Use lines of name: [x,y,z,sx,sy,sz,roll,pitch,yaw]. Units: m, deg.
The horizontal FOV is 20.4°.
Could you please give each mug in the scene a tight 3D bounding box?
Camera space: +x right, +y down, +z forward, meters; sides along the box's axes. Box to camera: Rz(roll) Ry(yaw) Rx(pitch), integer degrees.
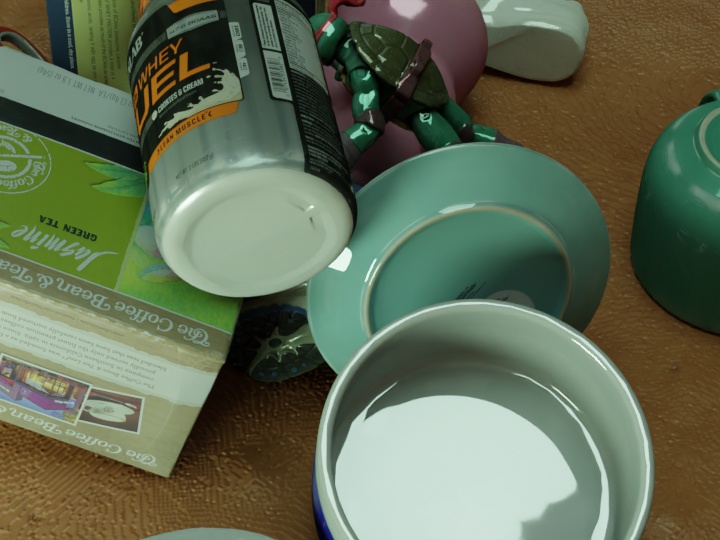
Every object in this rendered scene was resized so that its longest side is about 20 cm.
mug: [0.260,-0.057,1.398,0.152,0.115,0.185,-25,52,-25]

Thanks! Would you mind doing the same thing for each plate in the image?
plate: [0.065,0.012,1.260,0.199,0.201,0.026,-8,33,-10]

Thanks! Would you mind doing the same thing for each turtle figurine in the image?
turtle figurine: [0.015,-0.109,1.324,0.200,0.101,0.150,35,41,-6]

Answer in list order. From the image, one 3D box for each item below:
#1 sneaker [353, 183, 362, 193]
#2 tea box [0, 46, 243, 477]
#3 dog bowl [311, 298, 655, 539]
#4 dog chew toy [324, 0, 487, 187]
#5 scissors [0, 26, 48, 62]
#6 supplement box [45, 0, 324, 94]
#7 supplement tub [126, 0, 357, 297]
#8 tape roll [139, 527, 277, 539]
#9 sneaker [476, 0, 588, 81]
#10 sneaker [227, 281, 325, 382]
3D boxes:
sneaker: [0.050,-0.015,1.382,0.199,0.074,0.082,25,43,14]
tea box: [-0.177,-0.006,1.281,0.199,0.134,0.197,19,46,-9]
dog bowl: [0.070,0.123,1.193,0.199,0.079,0.201,2,65,-5]
dog chew toy: [0.021,-0.131,1.464,0.124,0.125,0.201,12,54,9]
scissors: [-0.309,-0.200,1.528,0.200,0.014,0.073,50,44,12]
supplement box: [-0.127,-0.234,1.494,0.199,0.201,0.135,3,46,1]
supplement tub: [-0.077,-0.094,1.227,0.122,0.123,0.201,-7,51,-9]
tape roll: [-0.086,0.242,1.120,0.199,0.066,0.201,1,45,-1]
sneaker: [0.082,-0.209,1.579,0.199,0.075,0.089,17,42,0]
sneaker: [0.000,0.000,1.317,0.199,0.077,0.085,-16,41,15]
